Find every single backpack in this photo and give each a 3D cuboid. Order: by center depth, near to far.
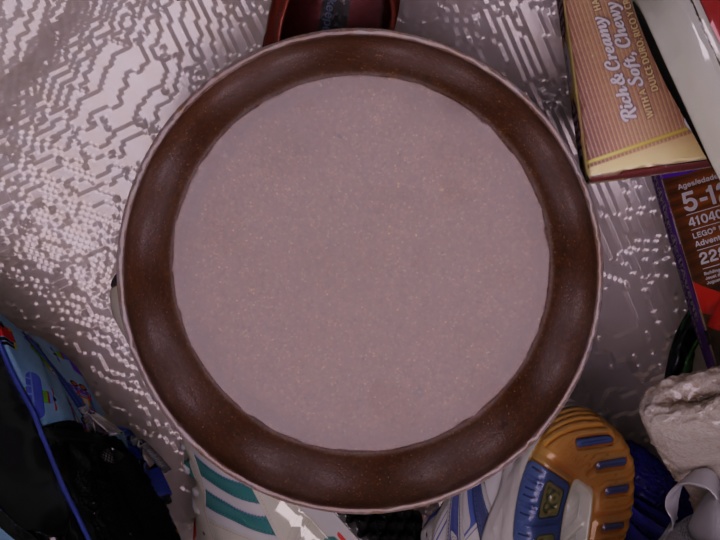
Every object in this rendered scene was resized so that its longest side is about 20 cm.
[{"bbox_3d":[-0.179,0.110,0.764,0.182,0.134,0.201,-37,67,19],"label":"backpack"}]

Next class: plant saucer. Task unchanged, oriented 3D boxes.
[{"bbox_3d":[0.000,0.000,0.715,0.199,0.034,0.202,0,101,2],"label":"plant saucer"}]

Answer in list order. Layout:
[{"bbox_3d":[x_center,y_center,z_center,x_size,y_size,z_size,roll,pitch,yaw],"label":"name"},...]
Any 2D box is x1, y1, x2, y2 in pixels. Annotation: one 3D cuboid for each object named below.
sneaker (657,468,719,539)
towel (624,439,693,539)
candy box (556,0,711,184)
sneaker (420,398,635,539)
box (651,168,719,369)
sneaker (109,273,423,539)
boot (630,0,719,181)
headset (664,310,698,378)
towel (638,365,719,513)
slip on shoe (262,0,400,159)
[{"bbox_3d":[0.185,0.163,0.673,0.199,0.075,0.116,29,114,15],"label":"sneaker"},{"bbox_3d":[0.161,0.180,0.816,0.199,0.050,0.148,32,120,-9],"label":"towel"},{"bbox_3d":[0.134,-0.143,0.705,0.115,0.055,0.202,-8,91,5],"label":"candy box"},{"bbox_3d":[0.064,0.149,0.769,0.075,0.088,0.201,9,99,-33],"label":"sneaker"},{"bbox_3d":[0.229,-0.040,0.740,0.199,0.039,0.138,-16,75,4],"label":"box"},{"bbox_3d":[-0.061,0.090,0.794,0.093,0.070,0.200,-39,97,25],"label":"sneaker"},{"bbox_3d":[0.197,-0.065,0.628,0.144,0.073,0.200,-32,125,18],"label":"boot"},{"bbox_3d":[0.236,0.065,0.775,0.198,0.094,0.124,7,107,10],"label":"headset"},{"bbox_3d":[0.219,0.063,0.683,0.199,0.035,0.133,-11,145,20],"label":"towel"},{"bbox_3d":[-0.019,-0.058,0.755,0.073,0.061,0.201,9,108,-5],"label":"slip on shoe"}]
